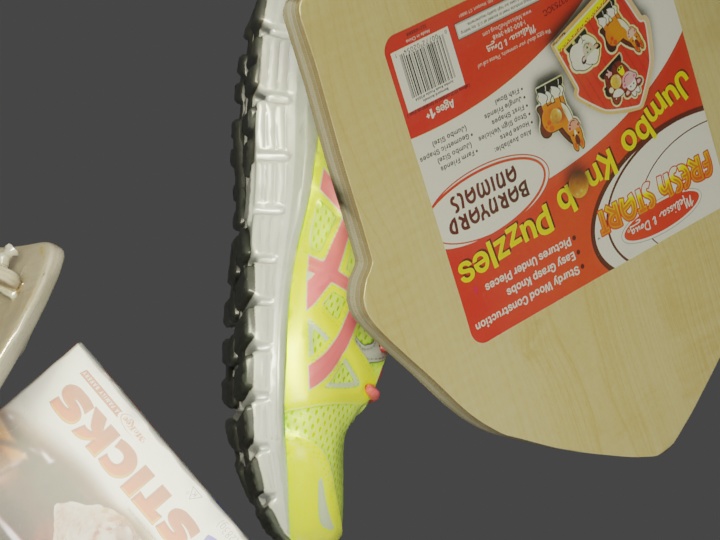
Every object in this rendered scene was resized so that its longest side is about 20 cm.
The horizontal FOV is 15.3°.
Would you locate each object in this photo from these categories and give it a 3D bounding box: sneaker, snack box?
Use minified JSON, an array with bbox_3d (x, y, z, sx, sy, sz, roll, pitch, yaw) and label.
[{"bbox_3d":[0.000,0.000,0.919,0.090,0.078,0.200,4,86,-9],"label":"sneaker"},{"bbox_3d":[-0.060,0.124,0.927,0.072,0.024,0.200,-41,87,-5],"label":"snack box"}]

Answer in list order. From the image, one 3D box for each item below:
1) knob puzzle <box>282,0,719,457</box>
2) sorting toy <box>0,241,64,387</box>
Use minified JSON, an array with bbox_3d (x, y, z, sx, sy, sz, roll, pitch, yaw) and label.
[{"bbox_3d":[0.067,-0.028,0.914,0.219,0.030,0.220,-3,94,-37],"label":"knob puzzle"},{"bbox_3d":[-0.228,0.039,0.862,0.200,0.107,0.180,26,71,-11],"label":"sorting toy"}]
